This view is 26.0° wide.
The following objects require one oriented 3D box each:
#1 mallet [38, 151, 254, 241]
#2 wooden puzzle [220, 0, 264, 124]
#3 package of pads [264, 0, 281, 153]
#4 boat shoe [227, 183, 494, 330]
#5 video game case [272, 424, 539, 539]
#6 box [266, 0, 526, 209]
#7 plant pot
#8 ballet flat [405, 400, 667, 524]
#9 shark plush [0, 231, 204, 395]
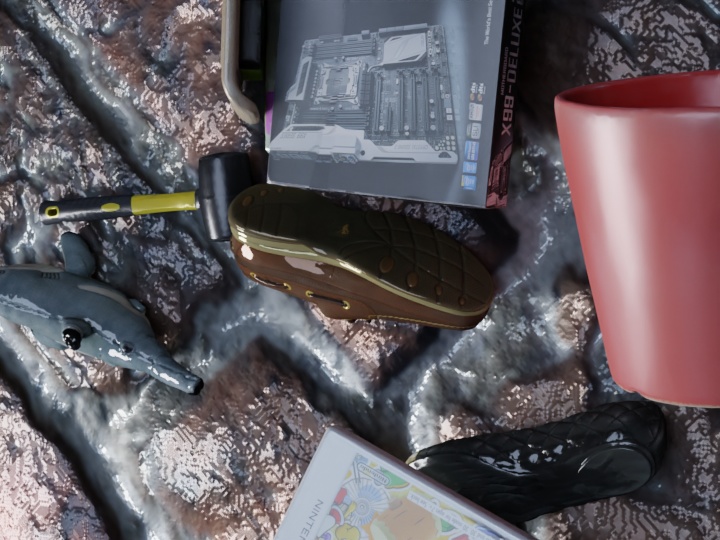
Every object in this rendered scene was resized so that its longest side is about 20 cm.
[{"bbox_3d":[-0.165,-0.060,1.187,0.198,0.041,0.067,5,98,29],"label":"mallet"},{"bbox_3d":[-0.079,-0.205,1.070,0.037,0.185,0.202,-3,93,-3],"label":"wooden puzzle"},{"bbox_3d":[0.009,-0.171,1.082,0.153,0.068,0.202,3,93,24],"label":"package of pads"},{"bbox_3d":[-0.001,0.000,1.101,0.199,0.072,0.068,19,133,15],"label":"boat shoe"},{"bbox_3d":[0.024,0.231,1.049,0.199,0.023,0.183,28,95,15],"label":"video game case"},{"bbox_3d":[0.025,-0.148,1.012,0.156,0.050,0.202,8,96,22],"label":"box"},{"bbox_3d":[0.216,-0.023,0.933,0.199,0.200,0.179,1,103,25],"label":"plant pot"},{"bbox_3d":[0.117,0.132,1.063,0.199,0.057,0.067,-12,115,30],"label":"ballet flat"},{"bbox_3d":[-0.208,0.054,1.184,0.200,0.083,0.091,39,107,19],"label":"shark plush"}]
